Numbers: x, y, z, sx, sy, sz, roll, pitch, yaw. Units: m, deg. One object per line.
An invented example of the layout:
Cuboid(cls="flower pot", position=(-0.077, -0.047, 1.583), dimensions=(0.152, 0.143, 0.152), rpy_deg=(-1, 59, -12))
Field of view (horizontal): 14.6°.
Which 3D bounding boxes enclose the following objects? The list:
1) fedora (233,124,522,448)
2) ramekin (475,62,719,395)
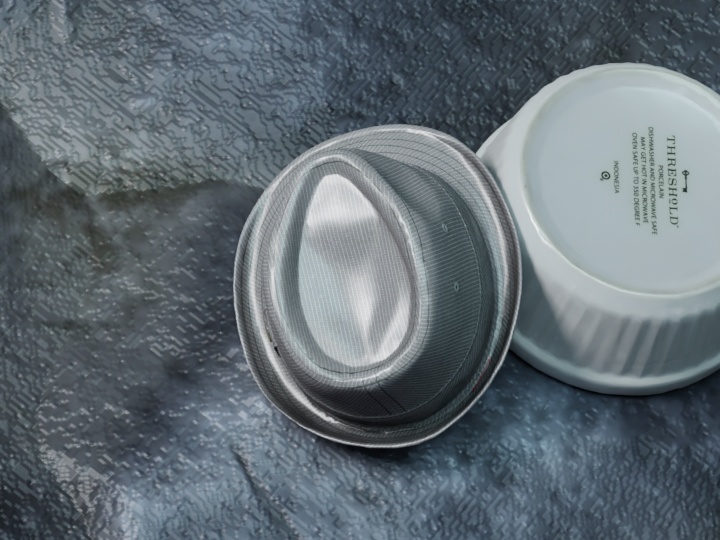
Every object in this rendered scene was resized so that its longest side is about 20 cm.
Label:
Cuboid(cls="fedora", position=(0.000, 0.000, 1.618), dimensions=(0.177, 0.090, 0.200), rpy_deg=(-9, 74, 15))
Cuboid(cls="ramekin", position=(0.160, -0.034, 1.696), dimensions=(0.202, 0.094, 0.203), rpy_deg=(4, 63, -8))
